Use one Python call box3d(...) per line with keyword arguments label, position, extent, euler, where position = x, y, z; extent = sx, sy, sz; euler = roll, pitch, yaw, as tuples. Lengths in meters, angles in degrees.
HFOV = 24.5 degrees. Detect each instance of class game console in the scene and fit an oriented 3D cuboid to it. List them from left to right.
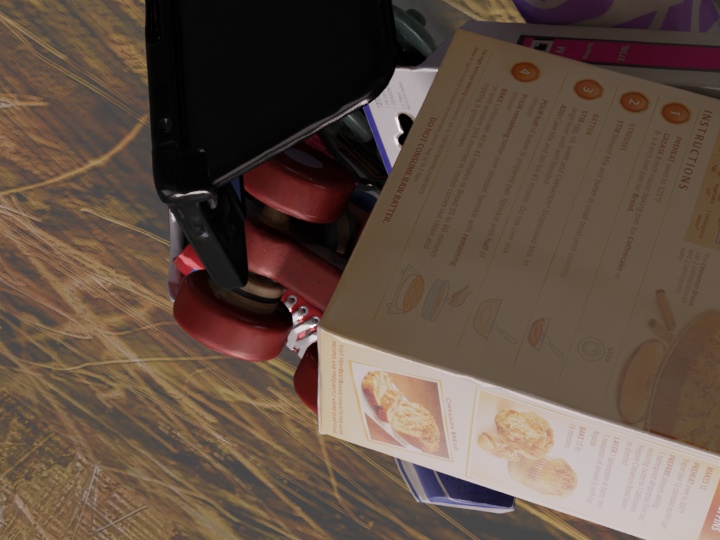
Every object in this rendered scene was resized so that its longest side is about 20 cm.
box3d(label="game console", position=(-0.037, -0.118, 0.752), extent=(0.116, 0.201, 0.176), euler=(-9, 155, 6))

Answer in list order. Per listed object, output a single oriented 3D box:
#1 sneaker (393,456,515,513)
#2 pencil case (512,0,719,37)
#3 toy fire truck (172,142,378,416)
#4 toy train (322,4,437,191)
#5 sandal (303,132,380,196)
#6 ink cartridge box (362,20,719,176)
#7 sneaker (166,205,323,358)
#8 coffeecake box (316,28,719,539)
box3d(label="sneaker", position=(0.073, 0.044, 1.034), extent=(0.080, 0.201, 0.115), euler=(7, 159, -23))
box3d(label="pencil case", position=(0.117, -0.112, 0.712), extent=(0.200, 0.085, 0.084), euler=(50, -164, -39))
box3d(label="toy fire truck", position=(0.000, 0.000, 0.934), extent=(0.199, 0.113, 0.168), euler=(31, -163, 19))
box3d(label="toy train", position=(-0.005, -0.110, 0.924), extent=(0.200, 0.085, 0.114), euler=(41, 170, -18))
box3d(label="sandal", position=(-0.035, -0.088, 1.074), extent=(0.200, 0.045, 0.075), euler=(36, 160, -3))
box3d(label="ink cartridge box", position=(0.100, -0.056, 0.689), extent=(0.199, 0.037, 0.095), euler=(5, 143, 24))
box3d(label="sneaker", position=(-0.045, 0.022, 1.013), extent=(0.201, 0.112, 0.071), euler=(58, 140, 14))
box3d(label="coffeecake box", position=(0.103, 0.011, 0.609), extent=(0.199, 0.154, 0.073), euler=(17, 145, 12))
